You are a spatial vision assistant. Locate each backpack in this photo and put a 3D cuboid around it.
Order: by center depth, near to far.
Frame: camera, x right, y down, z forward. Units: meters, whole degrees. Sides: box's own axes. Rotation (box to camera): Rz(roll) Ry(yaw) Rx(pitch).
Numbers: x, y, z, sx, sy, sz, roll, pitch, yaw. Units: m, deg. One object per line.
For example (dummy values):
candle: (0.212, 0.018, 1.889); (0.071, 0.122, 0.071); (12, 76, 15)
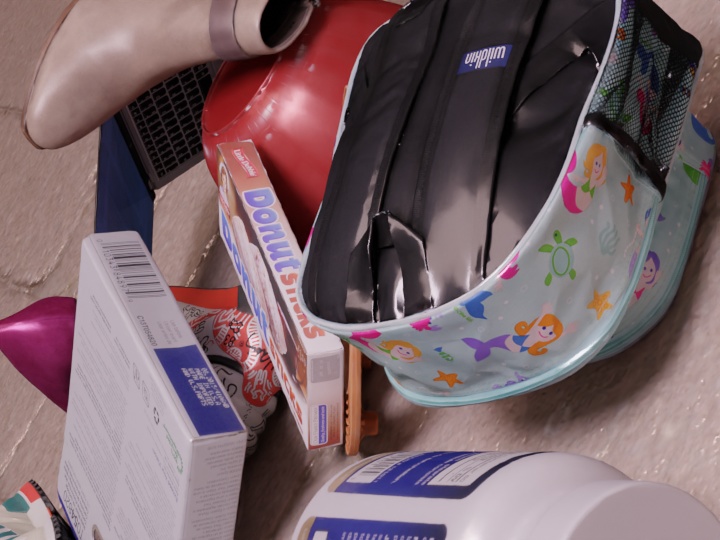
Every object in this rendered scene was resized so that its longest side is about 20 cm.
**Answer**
backpack: (0.066, -0.031, 1.006); (0.177, 0.151, 0.201); (-13, 43, 41)

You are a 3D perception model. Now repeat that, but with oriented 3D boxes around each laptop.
laptop: (-0.109, -0.068, 1.444); (0.200, 0.116, 0.187); (-34, -20, -8)

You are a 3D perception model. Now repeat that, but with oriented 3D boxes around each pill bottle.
pill bottle: (0.060, 0.132, 0.875); (0.200, 0.115, 0.116); (-8, 54, 62)

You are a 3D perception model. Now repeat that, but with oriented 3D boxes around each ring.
ring: (0.000, 0.000, 1.159); (0.200, 0.019, 0.202); (180, 90, -88)

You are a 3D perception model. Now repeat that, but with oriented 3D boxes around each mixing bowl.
mixing bowl: (-0.031, -0.100, 1.358); (0.200, 0.108, 0.201); (-46, 26, 30)

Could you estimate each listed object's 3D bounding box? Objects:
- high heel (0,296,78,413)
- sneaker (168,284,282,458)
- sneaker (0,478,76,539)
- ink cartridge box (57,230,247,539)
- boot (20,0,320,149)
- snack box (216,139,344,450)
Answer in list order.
high heel: (-0.194, 0.075, 1.409); (0.200, 0.096, 0.068); (103, 162, -55)
sneaker: (-0.108, 0.070, 1.354); (0.201, 0.067, 0.108); (-8, 51, 58)
sneaker: (-0.222, 0.202, 1.383); (0.093, 0.070, 0.200); (-37, 17, -8)
ink cartridge box: (-0.127, 0.113, 1.259); (0.200, 0.040, 0.201); (-124, 37, -46)
boot: (-0.105, -0.147, 1.306); (0.146, 0.070, 0.200); (12, 62, 43)
snack box: (-0.047, 0.010, 1.230); (0.200, 0.024, 0.072); (-115, 19, -48)
